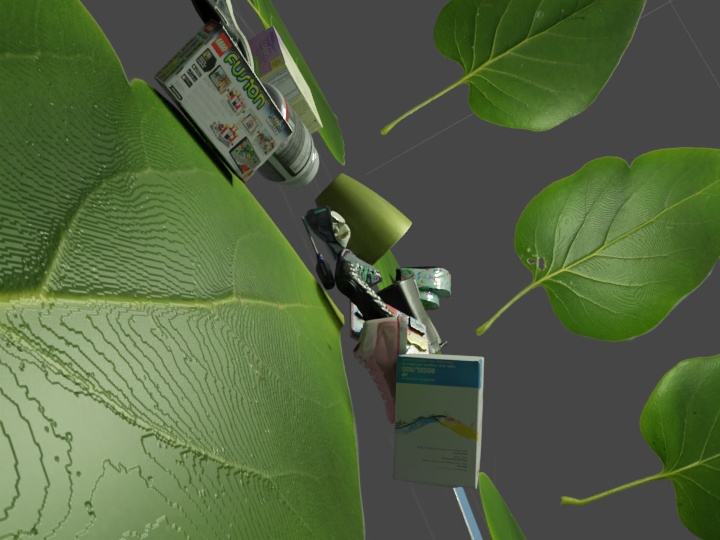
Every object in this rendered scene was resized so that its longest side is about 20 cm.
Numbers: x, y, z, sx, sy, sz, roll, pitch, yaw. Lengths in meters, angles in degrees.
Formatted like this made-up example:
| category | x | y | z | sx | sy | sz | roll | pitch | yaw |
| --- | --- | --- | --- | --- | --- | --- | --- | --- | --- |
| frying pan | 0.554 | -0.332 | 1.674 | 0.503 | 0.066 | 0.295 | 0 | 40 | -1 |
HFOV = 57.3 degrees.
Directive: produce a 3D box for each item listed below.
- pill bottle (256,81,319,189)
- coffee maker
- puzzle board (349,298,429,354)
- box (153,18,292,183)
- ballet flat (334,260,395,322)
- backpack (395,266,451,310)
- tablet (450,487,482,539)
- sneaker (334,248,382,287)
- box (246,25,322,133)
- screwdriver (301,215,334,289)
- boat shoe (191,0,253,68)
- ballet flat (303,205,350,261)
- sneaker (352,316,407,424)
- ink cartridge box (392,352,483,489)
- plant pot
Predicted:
| category | x | y | z | sx | sy | sz | roll | pitch | yaw |
| --- | --- | --- | --- | --- | --- | --- | --- | --- | --- |
| pill bottle | -0.145 | -0.219 | 1.116 | 0.118 | 0.114 | 0.200 | 66 | 8 | 20 |
| coffee maker | 0.118 | 0.130 | 1.669 | 0.204 | 0.132 | 0.192 | 64 | 9 | 5 |
| puzzle board | 0.063 | 0.121 | 1.353 | 0.197 | 0.017 | 0.152 | 28 | 31 | -20 |
| box | -0.182 | -0.227 | 0.915 | 0.035 | 0.110 | 0.201 | 36 | -11 | 38 |
| ballet flat | 0.022 | 0.060 | 1.257 | 0.201 | 0.065 | 0.058 | 51 | 40 | -31 |
| backpack | 0.234 | 0.061 | 2.408 | 0.178 | 0.194 | 0.155 | 48 | 37 | -65 |
| tablet | 0.249 | 0.572 | 1.579 | 0.131 | 0.013 | 0.203 | 54 | 12 | -51 |
| sneaker | 0.000 | 0.000 | 1.405 | 0.200 | 0.085 | 0.077 | 5 | 96 | -80 |
| box | -0.189 | -0.443 | 1.591 | 0.201 | 0.095 | 0.179 | 56 | 11 | -48 |
| screwdriver | -0.084 | -0.043 | 1.272 | 0.028 | 0.029 | 0.203 | 28 | 32 | -44 |
| boat shoe | -0.272 | -0.461 | 1.290 | 0.067 | 0.070 | 0.204 | -40 | 115 | -44 |
| ballet flat | -0.056 | -0.078 | 1.372 | 0.200 | 0.072 | 0.074 | 56 | 10 | -64 |
| sneaker | 0.034 | 0.186 | 1.233 | 0.075 | 0.101 | 0.207 | -120 | -149 | -80 |
| ink cartridge box | 0.136 | 0.251 | 1.132 | 0.147 | 0.140 | 0.207 | 22 | 71 | -76 |
| plant pot | -0.010 | -0.123 | 1.561 | 0.201 | 0.187 | 0.187 | 47 | 10 | -5 |
